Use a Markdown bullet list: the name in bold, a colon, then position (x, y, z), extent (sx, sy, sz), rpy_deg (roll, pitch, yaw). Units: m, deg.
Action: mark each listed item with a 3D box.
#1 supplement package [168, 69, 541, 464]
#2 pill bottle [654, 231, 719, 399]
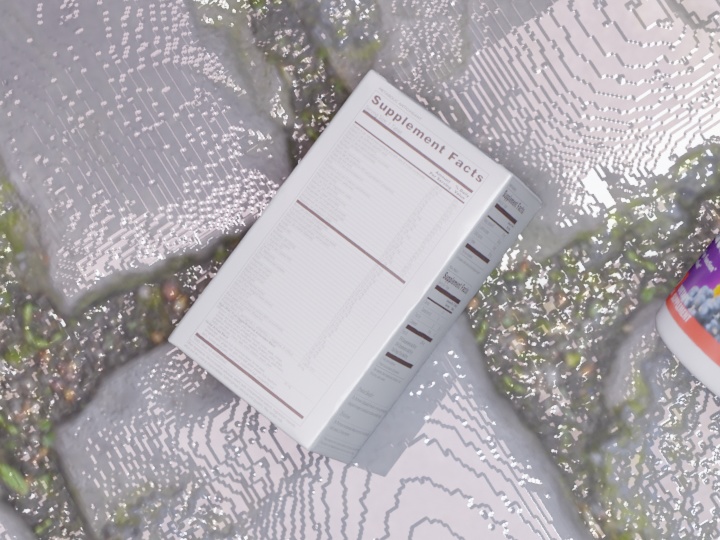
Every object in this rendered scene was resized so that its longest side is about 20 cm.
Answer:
- **supplement package**: position (0.000, 0.000, 1.743), extent (0.114, 0.110, 0.200), rpy_deg (38, 92, 15)
- **pill bottle**: position (0.268, -0.014, 1.666), extent (0.111, 0.111, 0.200), rpy_deg (41, 105, 14)
